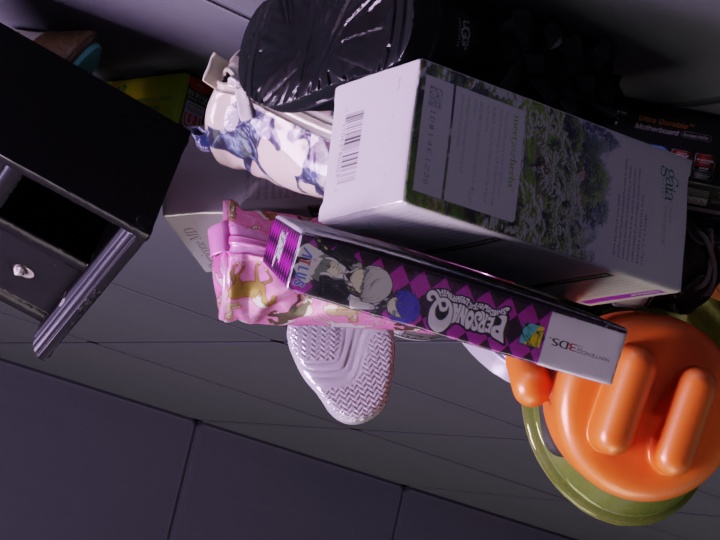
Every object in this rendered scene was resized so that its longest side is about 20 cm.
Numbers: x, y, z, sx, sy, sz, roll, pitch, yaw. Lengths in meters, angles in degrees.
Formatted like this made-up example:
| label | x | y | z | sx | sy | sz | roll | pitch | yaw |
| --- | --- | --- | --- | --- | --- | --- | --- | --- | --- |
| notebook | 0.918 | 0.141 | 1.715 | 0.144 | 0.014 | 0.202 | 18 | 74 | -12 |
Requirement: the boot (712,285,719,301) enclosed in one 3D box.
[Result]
| label | x | y | z | sx | sy | sz | roll | pitch | yaw |
| --- | --- | --- | --- | --- | --- | --- | --- | --- | --- |
| boot | 0.238 | -0.009 | 1.424 | 0.187 | 0.069 | 0.199 | -6 | 166 | 38 |

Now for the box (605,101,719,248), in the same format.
| label | x | y | z | sx | sy | sz | roll | pitch | yaw |
| --- | --- | --- | --- | --- | --- | --- | --- | --- | --- |
| box | 0.184 | -0.060 | 1.218 | 0.198 | 0.046 | 0.159 | 11 | 168 | 9 |

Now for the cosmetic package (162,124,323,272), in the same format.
| label | x | y | z | sx | sy | sz | roll | pitch | yaw |
| --- | --- | --- | --- | --- | --- | --- | --- | --- | --- |
| cosmetic package | -0.027 | -0.054 | 1.295 | 0.198 | 0.075 | 0.102 | -6 | 156 | 13 |

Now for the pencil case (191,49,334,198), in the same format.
| label | x | y | z | sx | sy | sz | roll | pitch | yaw |
| --- | --- | --- | --- | --- | --- | --- | --- | --- | --- |
| pencil case | -0.008 | -0.075 | 1.184 | 0.199 | 0.078 | 0.089 | 24 | 180 | 28 |

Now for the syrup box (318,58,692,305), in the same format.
| label | x | y | z | sx | sy | sz | roll | pitch | yaw |
| --- | --- | --- | --- | --- | --- | --- | --- | --- | --- |
| syrup box | 0.083 | -0.043 | 1.031 | 0.199 | 0.080 | 0.081 | 16 | 164 | -34 |

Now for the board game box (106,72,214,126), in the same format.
| label | x | y | z | sx | sy | sz | roll | pitch | yaw |
| --- | --- | --- | --- | --- | --- | --- | --- | --- | --- |
| board game box | -0.159 | -0.101 | 1.410 | 0.101 | 0.048 | 0.199 | 23 | 165 | -41 |

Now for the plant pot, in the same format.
| label | x | y | z | sx | sy | sz | roll | pitch | yaw |
| --- | --- | --- | --- | --- | --- | --- | --- | --- | --- |
| plant pot | 0.267 | 0.096 | 1.588 | 0.198 | 0.202 | 0.190 | 18 | 155 | -21 |

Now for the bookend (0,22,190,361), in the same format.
| label | x | y | z | sx | sy | sz | roll | pitch | yaw |
| --- | --- | --- | --- | --- | --- | --- | --- | --- | --- |
| bookend | -0.247 | -0.060 | 1.259 | 0.199 | 0.093 | 0.199 | 30 | 142 | -15 |

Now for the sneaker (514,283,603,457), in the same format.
| label | x | y | z | sx | sy | sz | roll | pitch | yaw |
| --- | --- | --- | --- | --- | --- | --- | --- | --- | --- |
| sneaker | 0.186 | 0.058 | 1.485 | 0.113 | 0.201 | 0.076 | 3 | -158 | 42 |

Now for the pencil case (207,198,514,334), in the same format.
| label | x | y | z | sx | sy | sz | roll | pitch | yaw |
| --- | --- | --- | --- | --- | --- | --- | --- | --- | --- |
| pencil case | 0.000 | 0.000 | 1.227 | 0.198 | 0.087 | 0.083 | 3 | -149 | -2 |

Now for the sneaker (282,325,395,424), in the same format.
| label | x | y | z | sx | sy | sz | roll | pitch | yaw |
| --- | --- | --- | --- | --- | --- | --- | --- | --- | --- |
| sneaker | -0.025 | 0.031 | 1.391 | 0.075 | 0.202 | 0.114 | -18 | 157 | -7 |

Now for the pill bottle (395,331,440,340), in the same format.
| label | x | y | z | sx | sy | sz | roll | pitch | yaw |
| --- | --- | --- | --- | --- | --- | --- | --- | --- | --- |
| pill bottle | 0.050 | -0.009 | 1.436 | 0.115 | 0.117 | 0.200 | 14 | 168 | -4 |

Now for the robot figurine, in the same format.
| label | x | y | z | sx | sy | sz | roll | pitch | yaw |
| --- | --- | --- | --- | --- | --- | --- | --- | --- | --- |
| robot figurine | 0.173 | 0.082 | 1.201 | 0.143 | 0.118 | 0.200 | -20 | 179 | 1 |

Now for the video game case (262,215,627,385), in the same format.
| label | x | y | z | sx | sy | sz | roll | pitch | yaw |
| --- | --- | --- | --- | --- | --- | --- | --- | --- | --- |
| video game case | 0.039 | 0.012 | 1.060 | 0.179 | 0.036 | 0.200 | 16 | -178 | -8 |

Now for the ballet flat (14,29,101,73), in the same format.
| label | x | y | z | sx | sy | sz | roll | pitch | yaw |
| --- | --- | --- | --- | --- | --- | --- | --- | --- | --- |
| ballet flat | -0.233 | -0.125 | 1.325 | 0.072 | 0.068 | 0.200 | 45 | 153 | 5 |

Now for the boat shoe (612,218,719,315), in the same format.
| label | x | y | z | sx | sy | sz | roll | pitch | yaw |
| --- | --- | --- | --- | --- | --- | --- | --- | --- | --- |
| boat shoe | 0.193 | -0.010 | 1.191 | 0.070 | 0.073 | 0.200 | 3 | 177 | 8 |

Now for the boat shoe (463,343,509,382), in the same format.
| label | x | y | z | sx | sy | sz | roll | pitch | yaw |
| --- | --- | --- | --- | --- | --- | --- | --- | --- | --- |
| boat shoe | 0.101 | 0.013 | 1.603 | 0.074 | 0.087 | 0.202 | 16 | -162 | -36 |

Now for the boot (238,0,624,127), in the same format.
| label | x | y | z | sx | sy | sz | roll | pitch | yaw |
| --- | --- | --- | --- | --- | --- | --- | --- | --- | --- |
| boot | 0.042 | -0.113 | 1.090 | 0.161 | 0.074 | 0.197 | 14 | 172 | -35 |
